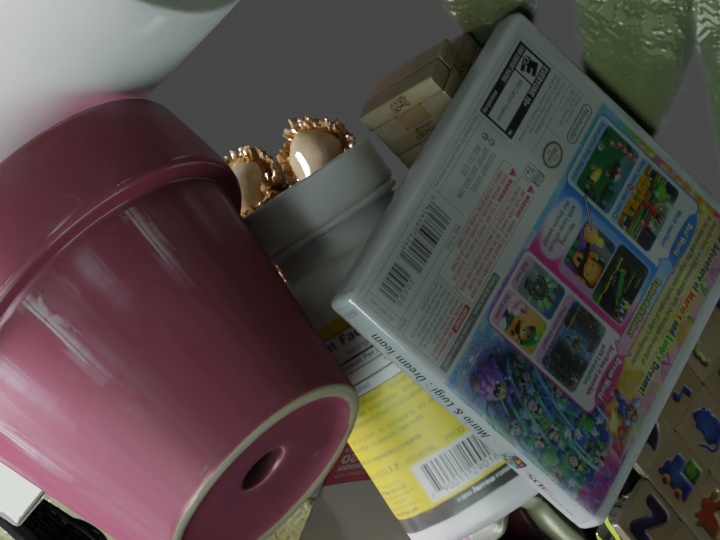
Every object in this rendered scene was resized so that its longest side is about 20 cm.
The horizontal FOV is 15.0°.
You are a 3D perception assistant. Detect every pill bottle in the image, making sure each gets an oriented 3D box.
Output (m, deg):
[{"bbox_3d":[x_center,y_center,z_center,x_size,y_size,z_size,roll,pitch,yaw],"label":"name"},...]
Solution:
[{"bbox_3d":[0.024,0.036,1.437,0.111,0.111,0.200,-30,93,37],"label":"pill bottle"}]

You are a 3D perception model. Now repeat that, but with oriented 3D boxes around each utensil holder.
[{"bbox_3d":[-0.172,-0.140,1.394,0.170,0.170,0.200,38,130,-15],"label":"utensil holder"}]

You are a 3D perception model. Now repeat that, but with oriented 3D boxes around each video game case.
[{"bbox_3d":[0.097,-0.001,1.398,0.182,0.200,0.024,42,148,-18],"label":"video game case"}]

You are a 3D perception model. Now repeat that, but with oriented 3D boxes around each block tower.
[{"bbox_3d":[0.091,-0.039,1.463,0.058,0.054,0.200,-28,117,37],"label":"block tower"}]

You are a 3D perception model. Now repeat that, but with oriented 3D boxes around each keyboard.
[{"bbox_3d":[-0.198,0.129,1.575,0.200,0.127,0.021,43,92,2],"label":"keyboard"}]

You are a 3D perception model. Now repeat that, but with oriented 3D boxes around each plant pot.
[{"bbox_3d":[-0.106,0.047,1.357,0.179,0.200,0.200,44,137,21],"label":"plant pot"}]

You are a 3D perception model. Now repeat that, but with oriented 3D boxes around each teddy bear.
[{"bbox_3d":[0.000,0.000,1.533,0.200,0.067,0.145,41,120,-10],"label":"teddy bear"}]

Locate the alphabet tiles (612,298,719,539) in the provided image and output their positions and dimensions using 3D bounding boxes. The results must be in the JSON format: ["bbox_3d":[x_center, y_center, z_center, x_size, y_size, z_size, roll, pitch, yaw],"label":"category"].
[{"bbox_3d":[0.193,0.096,1.473,0.008,0.167,0.200,-9,129,52],"label":"alphabet tiles"}]

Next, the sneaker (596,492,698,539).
[{"bbox_3d":[0.194,0.167,1.539,0.075,0.076,0.200,40,171,38],"label":"sneaker"}]

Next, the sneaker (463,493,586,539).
[{"bbox_3d":[0.096,0.186,1.552,0.200,0.081,0.088,57,164,-25],"label":"sneaker"}]

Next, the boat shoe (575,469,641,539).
[{"bbox_3d":[0.166,0.151,1.588,0.063,0.074,0.202,-13,124,28],"label":"boat shoe"}]

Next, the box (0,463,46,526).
[{"bbox_3d":[-0.201,0.069,1.563,0.082,0.200,0.068,38,98,-10],"label":"box"}]

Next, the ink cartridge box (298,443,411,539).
[{"bbox_3d":[0.019,0.215,1.610,0.084,0.200,0.146,-8,126,26],"label":"ink cartridge box"}]
